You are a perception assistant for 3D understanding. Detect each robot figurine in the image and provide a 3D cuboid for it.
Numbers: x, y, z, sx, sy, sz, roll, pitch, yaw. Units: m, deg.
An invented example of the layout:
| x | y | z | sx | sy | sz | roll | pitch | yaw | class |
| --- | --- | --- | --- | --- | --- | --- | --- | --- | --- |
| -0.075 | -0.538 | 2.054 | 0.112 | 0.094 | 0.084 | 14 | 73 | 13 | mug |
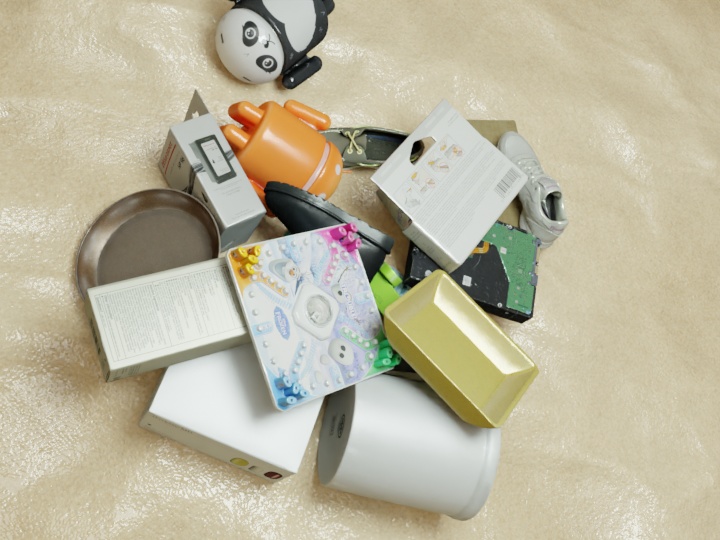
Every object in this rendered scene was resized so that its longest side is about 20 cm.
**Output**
| x | y | z | sx | sy | sz | roll | pitch | yaw | class |
| --- | --- | --- | --- | --- | --- | --- | --- | --- | --- |
| -0.107 | -0.164 | 1.266 | 0.200 | 0.117 | 0.144 | 34 | 42 | -23 | robot figurine |
| -0.128 | -0.370 | 1.344 | 0.150 | 0.125 | 0.200 | 36 | 60 | 15 | robot figurine |

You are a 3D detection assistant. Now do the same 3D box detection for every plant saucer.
| x | y | z | sx | sy | sz | roll | pitch | yaw | class |
| --- | --- | --- | --- | --- | --- | --- | --- | --- | --- |
| 0.126 | 0.107 | 1.162 | 0.200 | 0.048 | 0.200 | 45 | 30 | 8 | plant saucer |
| -0.276 | -0.014 | 1.168 | 0.200 | 0.032 | 0.201 | -4 | 65 | 8 | plant saucer |

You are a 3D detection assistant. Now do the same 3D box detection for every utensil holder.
| x | y | z | sx | sy | sz | roll | pitch | yaw | class |
| --- | --- | --- | --- | --- | --- | --- | --- | --- | --- |
| 0.061 | 0.227 | 1.174 | 0.199 | 0.170 | 0.170 | 15 | 66 | -14 | utensil holder |

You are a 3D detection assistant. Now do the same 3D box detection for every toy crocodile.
| x | y | z | sx | sy | sz | roll | pitch | yaw | class |
| --- | --- | --- | --- | --- | --- | --- | --- | --- | --- |
| 0.000 | 0.000 | 1.271 | 0.068 | 0.062 | 0.200 | -44 | 72 | 0 | toy crocodile |

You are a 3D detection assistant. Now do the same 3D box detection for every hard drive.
| x | y | z | sx | sy | sz | roll | pitch | yaw | class |
| --- | --- | --- | --- | --- | --- | --- | --- | --- | --- |
| 0.167 | -0.015 | 1.305 | 0.199 | 0.038 | 0.140 | 17 | 66 | -14 | hard drive |

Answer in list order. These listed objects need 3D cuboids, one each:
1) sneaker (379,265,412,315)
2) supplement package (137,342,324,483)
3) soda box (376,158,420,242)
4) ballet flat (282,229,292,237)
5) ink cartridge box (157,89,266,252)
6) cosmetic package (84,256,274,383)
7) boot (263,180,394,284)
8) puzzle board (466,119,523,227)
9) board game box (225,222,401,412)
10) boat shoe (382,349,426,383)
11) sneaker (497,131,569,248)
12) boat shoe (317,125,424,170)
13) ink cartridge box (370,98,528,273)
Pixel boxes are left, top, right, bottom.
| x | y | z | sx | sy | sz | roll | pitch | yaw | class |
| --- | --- | --- | --- | --- | --- | --- | --- | --- | --- |
| 0.081 | 0.048 | 1.295 | 0.200 | 0.082 | 0.074 | 41 | 61 | 0 | sneaker |
| -0.159 | 0.161 | 1.145 | 0.200 | 0.111 | 0.156 | 25 | 64 | -10 | supplement package |
| 0.112 | -0.066 | 1.361 | 0.068 | 0.063 | 0.200 | -31 | 84 | -27 | soda box |
| -0.115 | 0.011 | 1.252 | 0.200 | 0.068 | 0.075 | -50 | 115 | -23 | ballet flat |
| -0.218 | -0.133 | 1.227 | 0.068 | 0.116 | 0.200 | -25 | 81 | -28 | ink cartridge box |
| -0.217 | 0.054 | 1.059 | 0.200 | 0.073 | 0.104 | -13 | 76 | -25 | cosmetic package |
| -0.070 | -0.008 | 1.192 | 0.200 | 0.076 | 0.168 | 28 | 80 | -9 | boot |
| 0.207 | -0.156 | 1.459 | 0.150 | 0.017 | 0.201 | -3 | 72 | -21 | puzzle board |
| -0.051 | 0.049 | 1.091 | 0.200 | 0.026 | 0.200 | -15 | 84 | -42 | board game box |
| 0.024 | 0.128 | 1.259 | 0.199 | 0.073 | 0.062 | 17 | 51 | -17 | boat shoe |
| 0.283 | -0.141 | 1.416 | 0.075 | 0.100 | 0.200 | -13 | 75 | -22 | sneaker |
| 0.001 | -0.191 | 1.365 | 0.201 | 0.060 | 0.072 | 3 | 71 | -20 | boat shoe |
| 0.125 | -0.125 | 1.284 | 0.176 | 0.045 | 0.200 | 43 | 61 | -3 | ink cartridge box |
